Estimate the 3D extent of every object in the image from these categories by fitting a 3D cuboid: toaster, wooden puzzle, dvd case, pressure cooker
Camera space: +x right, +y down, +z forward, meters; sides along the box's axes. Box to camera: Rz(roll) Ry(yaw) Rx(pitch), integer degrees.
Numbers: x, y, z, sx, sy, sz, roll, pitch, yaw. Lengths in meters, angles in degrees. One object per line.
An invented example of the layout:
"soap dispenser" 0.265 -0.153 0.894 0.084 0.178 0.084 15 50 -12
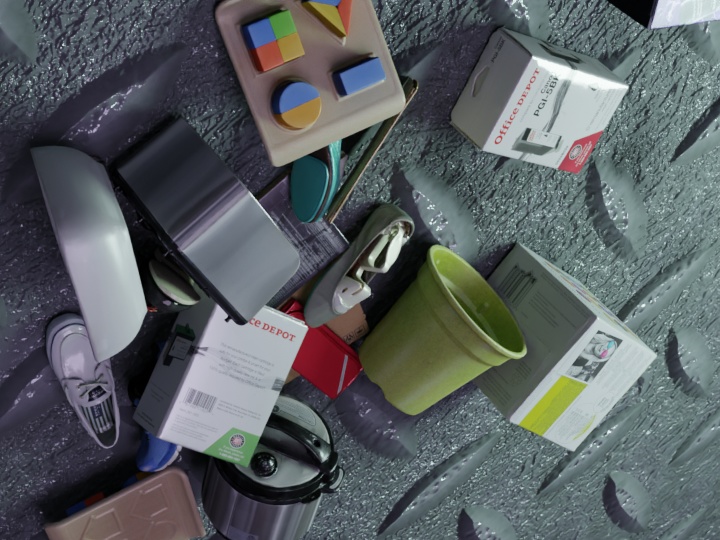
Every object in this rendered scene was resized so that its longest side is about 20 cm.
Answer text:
"toaster" -0.183 -0.063 1.483 0.119 0.181 0.200 -42 138 -4
"wooden puzzle" -0.050 -0.242 1.477 0.184 0.046 0.202 -25 110 -17
"dvd case" -0.127 -0.017 1.662 0.200 0.016 0.149 -41 129 -2
"pressure cooker" -0.123 0.269 1.774 0.174 0.180 0.201 -10 141 -24
"wooden puzzle" -0.327 0.352 1.795 0.198 0.046 0.186 -22 141 -13

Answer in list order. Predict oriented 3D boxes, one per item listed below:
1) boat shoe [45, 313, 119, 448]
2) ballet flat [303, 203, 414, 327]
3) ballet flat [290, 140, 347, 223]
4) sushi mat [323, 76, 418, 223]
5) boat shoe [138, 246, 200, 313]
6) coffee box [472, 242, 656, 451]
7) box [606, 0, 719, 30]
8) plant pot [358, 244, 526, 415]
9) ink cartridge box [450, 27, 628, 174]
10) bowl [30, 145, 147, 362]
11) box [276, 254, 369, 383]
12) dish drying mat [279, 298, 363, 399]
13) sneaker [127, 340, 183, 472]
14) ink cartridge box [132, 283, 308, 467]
"boat shoe" -0.336 0.141 1.618 0.073 0.067 0.201 -27 136 -14
"ballet flat" 0.000 0.000 1.719 0.201 0.063 0.067 -54 141 -5
"ballet flat" -0.043 -0.152 1.584 0.070 0.067 0.202 -28 134 -39
"sushi mat" 0.014 -0.153 1.614 0.012 0.096 0.201 32 102 -6
"boat shoe" -0.234 0.023 1.510 0.074 0.201 0.063 42 90 -14
"coffee box" 0.282 0.118 1.944 0.197 0.200 0.201 28 105 -46
"box" 0.438 -0.413 1.694 0.198 0.104 0.149 -13 130 -26
"plant pot" 0.103 0.099 1.830 0.184 0.201 0.200 -42 139 19
"ink cartridge box" 0.239 -0.223 1.722 0.199 0.083 0.148 7 120 -40
"bowl" -0.292 -0.025 1.411 0.074 0.200 0.202 -16 131 -13
"box" -0.091 0.079 1.777 0.199 0.021 0.164 -31 136 -11
"dish drying mat" -0.065 0.113 1.793 0.077 0.018 0.200 -43 138 3
"sneaker" -0.272 0.175 1.697 0.088 0.079 0.202 5 113 -30
"ink cartridge box" -0.176 0.127 1.629 0.145 0.084 0.202 26 88 -37
